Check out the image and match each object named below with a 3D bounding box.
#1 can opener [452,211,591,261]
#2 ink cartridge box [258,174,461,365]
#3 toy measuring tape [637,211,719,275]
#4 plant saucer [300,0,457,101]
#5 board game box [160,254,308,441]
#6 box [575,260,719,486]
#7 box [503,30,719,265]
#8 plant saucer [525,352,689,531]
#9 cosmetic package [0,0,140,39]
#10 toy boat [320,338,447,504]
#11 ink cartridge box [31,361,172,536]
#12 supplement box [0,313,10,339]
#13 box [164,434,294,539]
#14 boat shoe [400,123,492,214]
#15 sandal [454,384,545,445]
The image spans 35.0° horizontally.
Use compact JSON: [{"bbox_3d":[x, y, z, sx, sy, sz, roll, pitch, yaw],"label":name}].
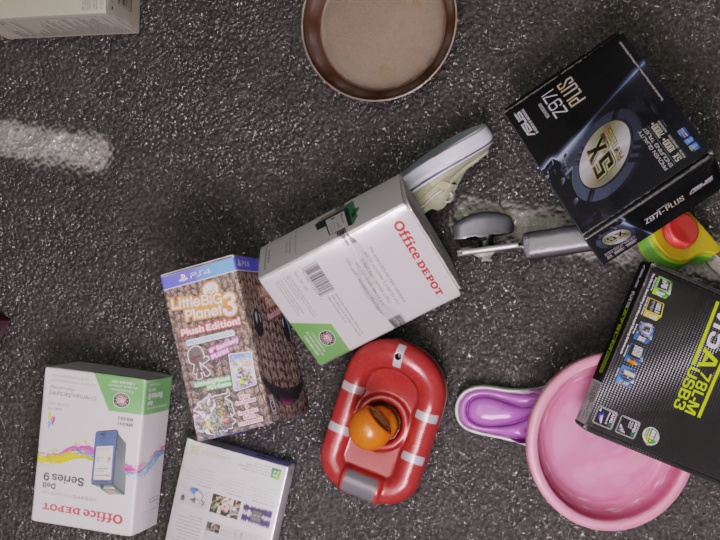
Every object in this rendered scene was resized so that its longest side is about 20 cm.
[{"bbox_3d":[0.208,-0.047,1.354,0.198,0.053,0.067,-9,87,13],"label":"can opener"},{"bbox_3d":[0.000,0.000,1.358,0.199,0.085,0.147,-27,118,12],"label":"ink cartridge box"},{"bbox_3d":[0.377,-0.007,1.301,0.073,0.074,0.200,-40,85,10],"label":"toy measuring tape"},{"bbox_3d":[0.025,-0.308,1.418,0.199,0.034,0.202,0,89,15],"label":"plant saucer"},{"bbox_3d":[-0.149,0.092,1.387,0.096,0.159,0.202,-15,85,13],"label":"board game box"},{"bbox_3d":[0.363,0.116,1.263,0.192,0.048,0.201,23,91,-5],"label":"box"},{"bbox_3d":[0.283,-0.140,1.287,0.163,0.086,0.201,-33,59,12],"label":"box"},{"bbox_3d":[0.282,0.193,1.304,0.199,0.051,0.202,0,91,-8],"label":"plant saucer"},{"bbox_3d":[-0.399,-0.353,1.493,0.198,0.105,0.072,1,87,13],"label":"cosmetic package"},{"bbox_3d":[0.022,0.181,1.355,0.130,0.131,0.202,18,93,13],"label":"toy boat"},{"bbox_3d":[-0.332,0.227,1.468,0.144,0.087,0.202,6,92,14],"label":"ink cartridge box"},{"bbox_3d":[-0.569,0.132,1.519,0.085,0.110,0.201,30,96,13],"label":"supplement box"},{"bbox_3d":[-0.173,0.325,1.452,0.143,0.036,0.202,14,91,14],"label":"box"},{"bbox_3d":[0.084,-0.103,1.388,0.199,0.072,0.062,-34,100,18],"label":"boat shoe"},{"bbox_3d":[0.210,0.174,1.348,0.201,0.050,0.083,-4,88,14],"label":"sandal"}]
